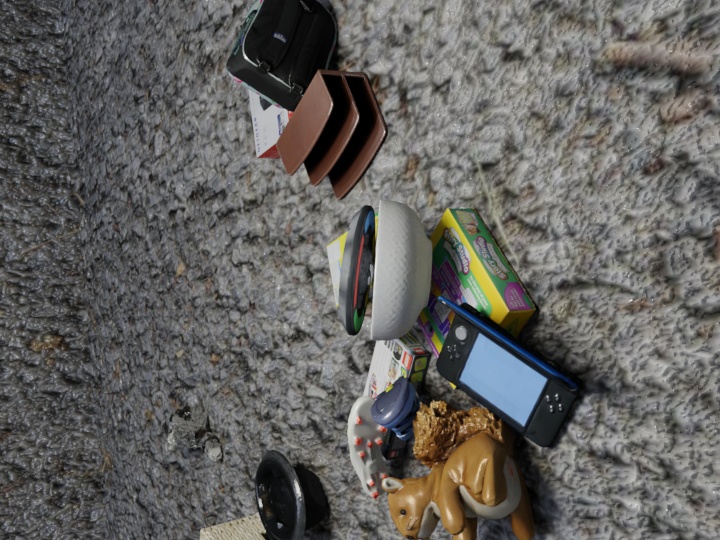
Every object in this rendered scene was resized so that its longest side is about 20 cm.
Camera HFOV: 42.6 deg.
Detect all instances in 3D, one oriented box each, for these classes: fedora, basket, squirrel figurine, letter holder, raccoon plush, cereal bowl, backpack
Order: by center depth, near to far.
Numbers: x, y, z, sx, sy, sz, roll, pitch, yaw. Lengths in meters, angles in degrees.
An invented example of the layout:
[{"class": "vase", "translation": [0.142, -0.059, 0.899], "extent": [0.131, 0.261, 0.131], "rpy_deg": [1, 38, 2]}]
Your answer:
[{"class": "squirrel figurine", "translation": [0.126, 0.288, 1.296], "extent": [0.184, 0.141, 0.203], "rpy_deg": [-19, 54, 25]}, {"class": "cereal bowl", "translation": [0.060, 0.002, 1.342], "extent": [0.200, 0.081, 0.205], "rpy_deg": [-175, 90, -90]}, {"class": "letter holder", "translation": [-0.052, -0.231, 1.636], "extent": [0.200, 0.099, 0.144], "rpy_deg": [-50, 52, 46]}, {"class": "backpack", "translation": [-0.140, -0.408, 1.683], "extent": [0.150, 0.176, 0.203], "rpy_deg": [-14, 53, 60]}, {"class": "fedora", "translation": [-0.127, 0.440, 1.790], "extent": [0.199, 0.090, 0.205], "rpy_deg": [4, 95, 57]}, {"class": "basket", "translation": [-0.234, 0.645, 1.911], "extent": [0.197, 0.158, 0.204], "rpy_deg": [29, 117, 53]}, {"class": "raccoon plush", "translation": [-0.415, 0.429, 2.257], "extent": [0.201, 0.095, 0.136], "rpy_deg": [55, 143, 41]}]

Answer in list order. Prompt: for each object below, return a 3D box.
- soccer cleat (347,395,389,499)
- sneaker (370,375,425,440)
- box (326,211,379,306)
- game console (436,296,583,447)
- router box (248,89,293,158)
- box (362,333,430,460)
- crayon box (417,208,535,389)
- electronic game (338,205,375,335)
[{"class": "soccer cleat", "translation": [0.007, 0.283, 1.510], "extent": [0.078, 0.068, 0.203], "rpy_deg": [42, 147, 53]}, {"class": "sneaker", "translation": [0.066, 0.211, 1.388], "extent": [0.073, 0.200, 0.083], "rpy_deg": [-37, 87, 6]}, {"class": "box", "translation": [0.013, -0.021, 1.589], "extent": [0.199, 0.048, 0.120], "rpy_deg": [-31, 65, 57]}, {"class": "game console", "translation": [0.177, 0.135, 1.206], "extent": [0.199, 0.118, 0.173], "rpy_deg": [34, 124, 23]}, {"class": "router box", "translation": [-0.161, -0.347, 1.848], "extent": [0.179, 0.048, 0.204], "rpy_deg": [-24, 71, 56]}, {"class": "box", "translation": [0.052, 0.201, 1.546], "extent": [0.110, 0.034, 0.204], "rpy_deg": [42, 126, 49]}, {"class": "crayon box", "translation": [0.152, 0.040, 1.358], "extent": [0.174, 0.057, 0.202], "rpy_deg": [-60, 43, 38]}, {"class": "electronic game", "translation": [0.000, 0.000, 1.439], "extent": [0.200, 0.041, 0.205], "rpy_deg": [8, -90, -83]}]
